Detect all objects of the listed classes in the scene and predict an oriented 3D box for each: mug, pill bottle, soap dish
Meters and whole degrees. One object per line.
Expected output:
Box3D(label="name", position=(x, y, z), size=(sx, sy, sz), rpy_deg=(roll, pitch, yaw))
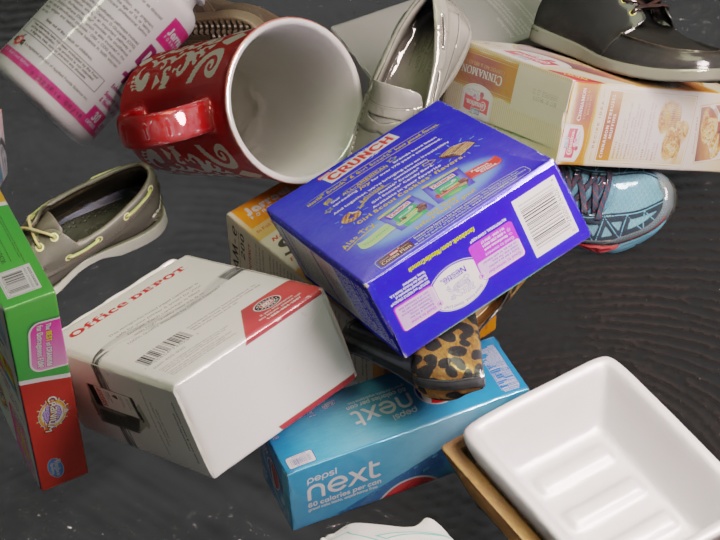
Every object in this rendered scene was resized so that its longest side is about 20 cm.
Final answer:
Box3D(label="mug", position=(-0.125, -0.144, 1.771), size=(0.200, 0.177, 0.134), rpy_deg=(2, 78, 55))
Box3D(label="pill bottle", position=(-0.219, -0.219, 1.880), size=(0.200, 0.113, 0.113), rpy_deg=(-48, 56, -4))
Box3D(label="soap dish", position=(0.178, 0.168, 1.544), size=(0.157, 0.081, 0.200), rpy_deg=(-26, 50, -21))

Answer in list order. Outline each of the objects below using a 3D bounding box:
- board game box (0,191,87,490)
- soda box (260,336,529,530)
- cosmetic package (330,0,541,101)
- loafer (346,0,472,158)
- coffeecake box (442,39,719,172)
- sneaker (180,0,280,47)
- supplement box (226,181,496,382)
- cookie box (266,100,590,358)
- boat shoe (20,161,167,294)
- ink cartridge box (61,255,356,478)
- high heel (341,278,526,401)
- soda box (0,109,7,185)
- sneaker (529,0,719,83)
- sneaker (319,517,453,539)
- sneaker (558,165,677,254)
Box3D(label="board game box", position=(-0.262, 0.045, 1.606), size=(0.040, 0.200, 0.153), rpy_deg=(-20, 48, -17))
Box3D(label="soda box", position=(0.026, 0.123, 1.606), size=(0.199, 0.068, 0.064), rpy_deg=(-18, 46, -14))
Box3D(label="cosmetic package", position=(0.083, -0.192, 1.908), size=(0.199, 0.090, 0.107), rpy_deg=(-21, 48, -14))
Box3D(label="loafer", position=(0.028, -0.131, 1.708), size=(0.070, 0.070, 0.201), rpy_deg=(14, 77, 29))
Box3D(label="coffeecake box", position=(0.193, -0.137, 1.768), size=(0.200, 0.073, 0.153), rpy_deg=(0, 18, -38))
Box3D(label="sneaker", position=(-0.167, -0.224, 1.980), size=(0.199, 0.071, 0.076), rpy_deg=(12, 20, 18))
Box3D(label="supplement box", position=(0.000, 0.000, 1.726), size=(0.126, 0.074, 0.200), rpy_deg=(-32, 51, -27))
Box3D(label="cookie box", position=(0.047, -0.037, 1.589), size=(0.171, 0.075, 0.200), rpy_deg=(-33, 27, -10))
Box3D(label="boat shoe", position=(-0.254, -0.028, 1.777), size=(0.201, 0.060, 0.072), rpy_deg=(-29, 50, -24))
Box3D(label="ink cartridge box", position=(-0.123, 0.068, 1.607), size=(0.147, 0.083, 0.200), rpy_deg=(-34, 25, -27))
Box3D(label="high heel", position=(0.101, 0.032, 1.586), size=(0.200, 0.072, 0.142), rpy_deg=(-31, 31, -27))
Box3D(label="soda box", position=(-0.354, -0.067, 1.783), size=(0.063, 0.069, 0.200), rpy_deg=(4, 30, 6))
Box3D(label="sneaker", position=(0.222, -0.218, 1.731), size=(0.075, 0.107, 0.200), rpy_deg=(-2, 19, -44))
Box3D(label="sneaker", position=(-0.020, 0.225, 1.516), size=(0.200, 0.071, 0.080), rpy_deg=(-5, 35, -11))
Box3D(label="sneaker", position=(0.160, -0.059, 1.751), size=(0.199, 0.096, 0.080), rpy_deg=(2, 83, 13))
